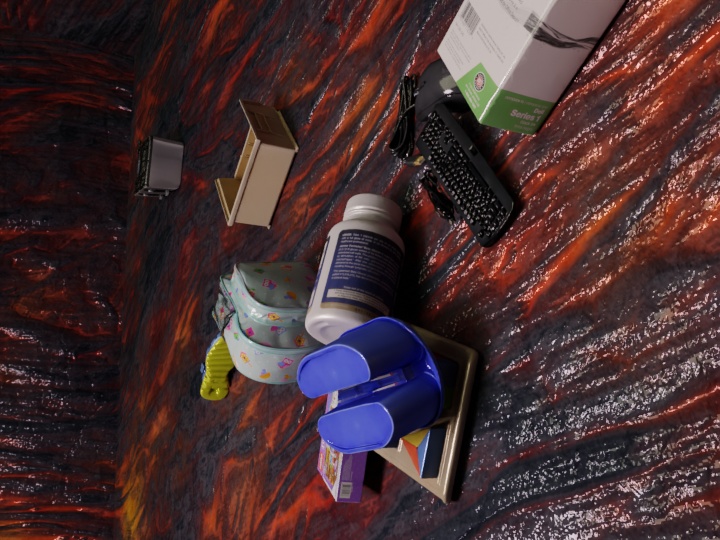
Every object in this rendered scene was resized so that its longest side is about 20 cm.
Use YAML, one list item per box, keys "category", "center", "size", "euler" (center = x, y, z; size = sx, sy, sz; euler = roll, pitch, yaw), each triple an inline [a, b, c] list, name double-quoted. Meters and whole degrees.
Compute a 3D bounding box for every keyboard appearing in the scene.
- category: "keyboard"
  center: [0.109, -0.108, 0.890]
  size: [0.200, 0.039, 0.104]
  euler: [64, 146, 37]

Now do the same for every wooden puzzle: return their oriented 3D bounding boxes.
- category: "wooden puzzle"
  center: [0.066, 0.169, 0.928]
  size: [0.200, 0.046, 0.186]
  euler: [20, 101, 62]

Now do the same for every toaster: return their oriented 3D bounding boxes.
- category: "toaster"
  center: [-0.655, -0.337, 2.366]
  size: [0.181, 0.118, 0.201]
  euler: [-9, 76, 61]

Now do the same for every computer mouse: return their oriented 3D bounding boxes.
- category: "computer mouse"
  center: [0.088, -0.212, 0.977]
  size: [0.200, 0.046, 0.141]
  euler: [7, 89, 63]

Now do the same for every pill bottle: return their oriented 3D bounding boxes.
- category: "pill bottle"
  center: [0.000, 0.000, 0.999]
  size: [0.111, 0.111, 0.201]
  euler: [-33, 38, 56]

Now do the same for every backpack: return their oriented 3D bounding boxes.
- category: "backpack"
  center: [-0.138, 0.082, 1.207]
  size: [0.154, 0.175, 0.200]
  euler: [-64, 37, 39]

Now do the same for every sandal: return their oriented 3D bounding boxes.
- category: "sandal"
  center: [-0.315, 0.195, 1.631]
  size: [0.200, 0.079, 0.087]
  euler: [-61, 31, 33]

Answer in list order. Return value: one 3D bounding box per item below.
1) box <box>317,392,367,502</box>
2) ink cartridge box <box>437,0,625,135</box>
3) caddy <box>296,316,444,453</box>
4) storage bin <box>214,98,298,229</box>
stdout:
- category: "box"
  center: [-0.019, 0.213, 1.060]
  size: [0.137, 0.039, 0.201]
  euler: [-164, 81, -75]
- category: "ink cartridge box"
  center: [0.179, -0.270, 0.772]
  size: [0.200, 0.084, 0.146]
  euler: [-58, 36, 38]
- category: "caddy"
  center: [0.015, 0.136, 0.882]
  size: [0.200, 0.105, 0.142]
  euler: [-27, 85, 53]
- category: "storage bin"
  center: [-0.224, -0.225, 1.532]
  size: [0.200, 0.093, 0.199]
  euler: [-66, 32, 30]
